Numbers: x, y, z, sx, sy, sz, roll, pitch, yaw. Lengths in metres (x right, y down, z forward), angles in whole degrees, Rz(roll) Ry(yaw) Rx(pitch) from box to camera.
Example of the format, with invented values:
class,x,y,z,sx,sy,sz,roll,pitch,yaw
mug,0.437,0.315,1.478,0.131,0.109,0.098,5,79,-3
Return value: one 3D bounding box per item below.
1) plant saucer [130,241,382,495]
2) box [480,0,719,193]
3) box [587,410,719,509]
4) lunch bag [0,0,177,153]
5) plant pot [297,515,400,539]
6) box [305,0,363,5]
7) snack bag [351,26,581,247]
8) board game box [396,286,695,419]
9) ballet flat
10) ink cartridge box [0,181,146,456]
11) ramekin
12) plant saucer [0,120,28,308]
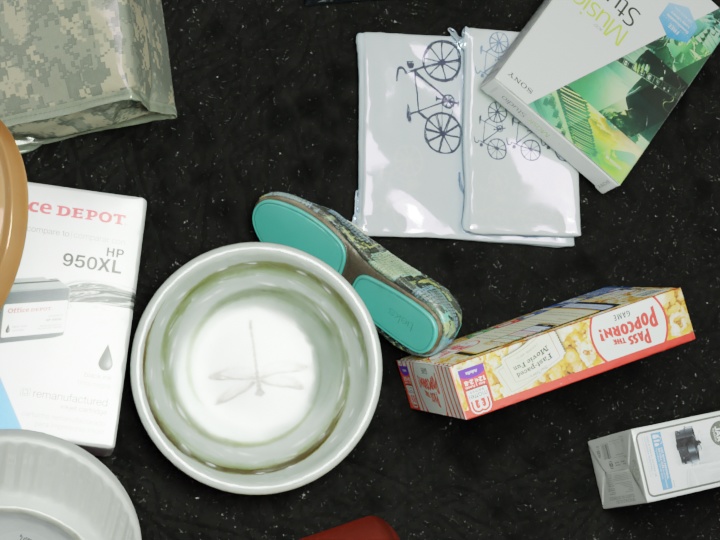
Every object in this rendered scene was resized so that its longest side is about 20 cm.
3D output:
class,x,y,z,sx,sy,sz,roll,pitch,yaw
plant saucer,-0.084,0.078,1.522,0.200,0.050,0.200,0,85,-4
box,0.214,-0.187,1.633,0.144,0.036,0.200,39,71,-9
box,0.302,0.145,1.565,0.200,0.117,0.060,-11,82,-14
lunch bag,-0.260,-0.184,1.503,0.200,0.118,0.164,-10,84,14
plant pot,-0.029,0.304,1.437,0.200,0.176,0.200,-16,83,-14
box,0.051,-0.298,1.549,0.182,0.200,0.104,-6,82,-12
snack bag,0.090,-0.117,1.616,0.200,0.021,0.189,3,80,-11
board game box,0.145,0.063,1.527,0.200,0.151,0.046,-18,94,-13
ballet flat,0.000,0.000,1.552,0.200,0.074,0.074,39,74,16
ink cartridge box,-0.252,0.035,1.485,0.144,0.084,0.200,8,79,-9
ramekin,-0.262,0.227,1.401,0.200,0.105,0.200,-2,105,-6
plant saucer,-0.327,-0.031,1.435,0.032,0.200,0.201,14,74,-49
